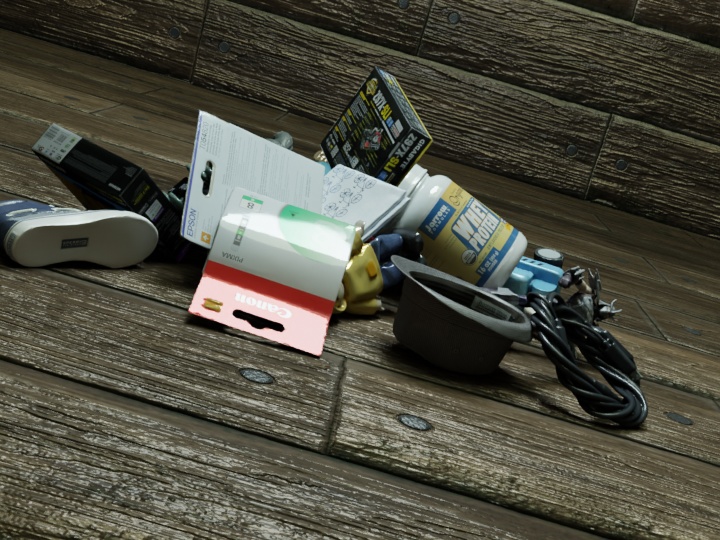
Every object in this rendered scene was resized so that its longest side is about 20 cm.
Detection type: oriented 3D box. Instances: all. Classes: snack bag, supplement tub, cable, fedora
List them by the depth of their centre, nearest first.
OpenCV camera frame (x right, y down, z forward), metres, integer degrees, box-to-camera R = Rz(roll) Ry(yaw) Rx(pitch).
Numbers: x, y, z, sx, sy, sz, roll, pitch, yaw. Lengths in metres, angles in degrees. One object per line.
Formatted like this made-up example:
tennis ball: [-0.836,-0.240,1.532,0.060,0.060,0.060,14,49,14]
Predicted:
fedora: [0.109,0.065,1.294,0.199,0.091,0.177,19,13,-27]
cable: [0.268,0.107,1.298,0.200,0.051,0.163,47,29,0]
snack bag: [-0.051,-0.065,1.490,0.188,0.200,0.021,31,-22,53]
supplement tub: [0.124,-0.045,1.540,0.199,0.145,0.145,36,14,0]

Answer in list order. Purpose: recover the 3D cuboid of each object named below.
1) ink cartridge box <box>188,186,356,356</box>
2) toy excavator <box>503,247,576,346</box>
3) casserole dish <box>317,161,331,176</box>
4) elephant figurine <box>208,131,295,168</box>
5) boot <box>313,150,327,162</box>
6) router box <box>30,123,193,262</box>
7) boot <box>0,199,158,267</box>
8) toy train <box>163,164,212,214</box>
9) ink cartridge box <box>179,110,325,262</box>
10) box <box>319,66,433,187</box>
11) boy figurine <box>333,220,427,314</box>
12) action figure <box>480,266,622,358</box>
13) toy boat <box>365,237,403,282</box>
ink cartridge box: [-0.098,-0.005,1.238,0.160,0.050,0.201,18,36,-5]
toy excavator: [0.257,0.043,1.604,0.193,0.101,0.200,19,26,18]
casserole dish: [-0.112,-0.096,1.598,0.199,0.122,0.039,-18,54,-38]
elephant figurine: [-0.221,-0.185,1.906,0.199,0.156,0.142,10,53,21]
boot: [0.008,-0.108,1.771,0.072,0.167,0.200,-42,49,-20]
router box: [-0.319,-0.101,1.389,0.199,0.051,0.149,26,-19,36]
boot: [-0.342,-0.052,1.264,0.090,0.073,0.199,34,22,37]
toy train: [-0.214,-0.082,1.465,0.114,0.085,0.200,52,-12,-17]
ink cartridge box: [-0.141,-0.084,1.375,0.199,0.201,0.041,23,-35,-29]
box: [0.019,-0.196,1.627,0.049,0.160,0.200,25,24,-32]
boy figurine: [0.000,0.000,1.375,0.064,0.125,0.199,5,19,42]
action figure: [0.260,0.060,1.450,0.198,0.131,0.069,-2,2,-6]
toy boat: [0.092,-0.051,1.661,0.199,0.132,0.131,14,13,-10]
